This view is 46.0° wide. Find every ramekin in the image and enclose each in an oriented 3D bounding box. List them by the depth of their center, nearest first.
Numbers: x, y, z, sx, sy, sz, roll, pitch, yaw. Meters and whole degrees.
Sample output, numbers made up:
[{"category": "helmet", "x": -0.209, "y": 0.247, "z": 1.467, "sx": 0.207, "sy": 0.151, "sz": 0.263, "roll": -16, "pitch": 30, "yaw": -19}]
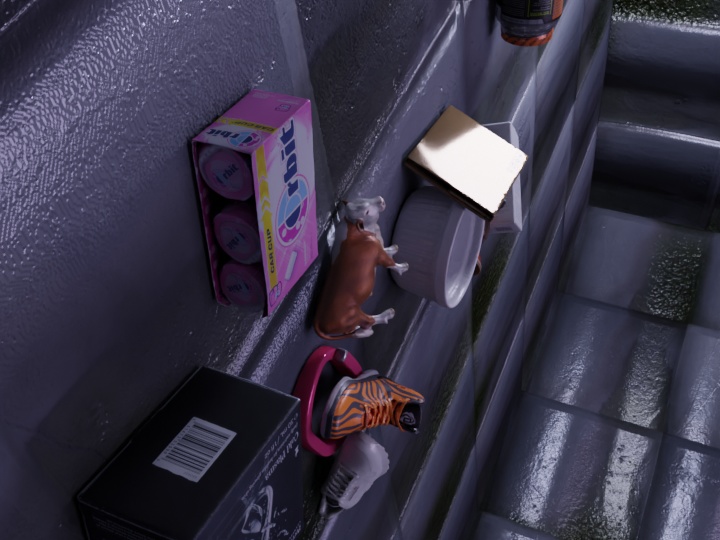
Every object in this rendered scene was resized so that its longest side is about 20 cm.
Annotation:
[{"category": "ramekin", "x": 0.126, "y": -0.046, "z": 1.399, "sx": 0.200, "sy": 0.105, "sz": 0.200, "roll": 15, "pitch": 90, "yaw": -70}]

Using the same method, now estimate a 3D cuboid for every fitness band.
[{"category": "fitness band", "x": -0.045, "y": 0.188, "z": 1.205, "sx": 0.200, "sy": 0.037, "sz": 0.144, "roll": 58, "pitch": 50, "yaw": -62}]

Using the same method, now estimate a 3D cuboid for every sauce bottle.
[{"category": "sauce bottle", "x": 0.185, "y": -0.054, "z": 1.514, "sx": 0.200, "sy": 0.065, "sz": 0.065, "roll": -54, "pitch": 162, "yaw": 8}]

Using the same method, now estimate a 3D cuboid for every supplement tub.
[{"category": "supplement tub", "x": 0.307, "y": -0.516, "z": 1.526, "sx": 0.123, "sy": 0.122, "sz": 0.200, "roll": -55, "pitch": 152, "yaw": -44}]

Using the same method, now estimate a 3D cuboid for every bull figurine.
[{"category": "bull figurine", "x": 0.000, "y": 0.000, "z": 1.127, "sx": 0.121, "sy": 0.065, "sz": 0.200, "roll": 19, "pitch": 94, "yaw": -37}]

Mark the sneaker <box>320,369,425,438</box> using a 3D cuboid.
[{"category": "sneaker", "x": 0.027, "y": 0.194, "z": 1.189, "sx": 0.200, "sy": 0.112, "sz": 0.078, "roll": -26, "pitch": 130, "yaw": -62}]

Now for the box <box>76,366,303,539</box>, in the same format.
[{"category": "box", "x": -0.153, "y": 0.240, "z": 0.833, "sx": 0.200, "sy": 0.124, "sz": 0.197, "roll": -51, "pitch": 151, "yaw": -49}]

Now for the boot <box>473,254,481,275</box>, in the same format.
[{"category": "boot", "x": 0.204, "y": -0.067, "z": 1.647, "sx": 0.200, "sy": 0.075, "sz": 0.107, "roll": 69, "pitch": 35, "yaw": -57}]

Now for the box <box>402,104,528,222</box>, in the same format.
[{"category": "box", "x": 0.174, "y": -0.178, "z": 1.366, "sx": 0.200, "sy": 0.163, "sz": 0.021, "roll": -53, "pitch": 176, "yaw": -46}]

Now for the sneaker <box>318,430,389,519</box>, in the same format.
[{"category": "sneaker", "x": -0.016, "y": 0.311, "z": 1.278, "sx": 0.080, "sy": 0.076, "sz": 0.200, "roll": -37, "pitch": 155, "yaw": -34}]

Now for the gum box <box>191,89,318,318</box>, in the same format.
[{"category": "gum box", "x": -0.098, "y": -0.061, "z": 0.842, "sx": 0.114, "sy": 0.066, "sz": 0.200, "roll": -55, "pitch": 152, "yaw": -46}]

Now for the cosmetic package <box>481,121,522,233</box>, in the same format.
[{"category": "cosmetic package", "x": 0.273, "y": -0.180, "z": 1.669, "sx": 0.101, "sy": 0.071, "sz": 0.200, "roll": 24, "pitch": 65, "yaw": -70}]
